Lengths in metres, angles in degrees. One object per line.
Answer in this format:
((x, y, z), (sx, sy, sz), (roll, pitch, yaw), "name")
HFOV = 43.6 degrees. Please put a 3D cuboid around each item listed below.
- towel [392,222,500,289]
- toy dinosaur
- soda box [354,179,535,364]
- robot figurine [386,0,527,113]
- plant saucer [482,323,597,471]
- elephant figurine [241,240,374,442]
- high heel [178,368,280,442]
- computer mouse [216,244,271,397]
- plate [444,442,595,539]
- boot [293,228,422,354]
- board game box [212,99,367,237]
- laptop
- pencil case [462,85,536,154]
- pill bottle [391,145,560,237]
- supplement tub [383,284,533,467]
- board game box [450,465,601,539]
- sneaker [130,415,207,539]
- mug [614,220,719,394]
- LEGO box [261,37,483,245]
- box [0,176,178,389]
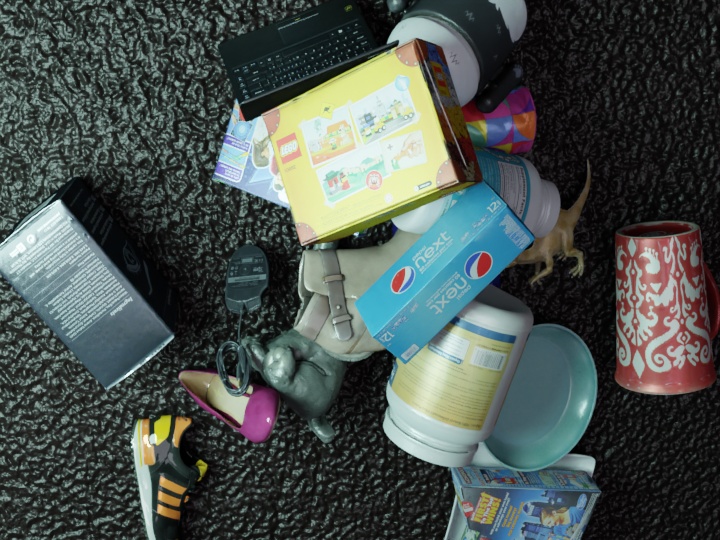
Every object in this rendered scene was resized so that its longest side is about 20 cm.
((0.111, 0.013, 1.172), (0.144, 0.050, 0.205), (0, 105, -4), "towel")
((0.258, -0.044, 1.158), (0.199, 0.058, 0.102), (-42, 129, -17), "toy dinosaur")
((0.090, 0.001, 0.981), (0.200, 0.068, 0.064), (-44, 126, 8), "soda box")
((0.113, -0.273, 1.036), (0.201, 0.149, 0.126), (-51, 154, -23), "robot figurine")
((0.232, 0.169, 1.219), (0.196, 0.036, 0.205), (-4, 101, -24), "plant saucer")
((-0.041, 0.071, 1.124), (0.200, 0.141, 0.156), (-45, 138, -12), "elephant figurine")
((-0.161, 0.158, 1.082), (0.095, 0.199, 0.069), (22, 79, -20), "high heel")
((-0.139, 0.059, 1.086), (0.057, 0.204, 0.034), (-3, 150, 12), "computer mouse")
((0.219, 0.341, 1.284), (0.195, 0.032, 0.204), (9, 104, -12), "plate")
((0.000, 0.000, 1.066), (0.143, 0.070, 0.205), (13, 72, -13), "boot")
((-0.065, -0.138, 1.054), (0.197, 0.034, 0.138), (22, 100, 15), "board game box")
((-0.065, -0.245, 0.980), (0.174, 0.203, 0.104), (-21, 147, -3), "laptop")
((0.115, -0.175, 1.101), (0.195, 0.088, 0.090), (-7, 106, -8), "pencil case")
((0.137, -0.088, 1.056), (0.196, 0.111, 0.113), (9, 104, -27), "pill bottle")
((0.114, 0.119, 1.099), (0.142, 0.145, 0.204), (16, 103, -14), "supplement tub")
((0.199, 0.352, 1.235), (0.196, 0.062, 0.204), (18, 101, -13), "board game box")
((-0.239, 0.284, 1.168), (0.088, 0.070, 0.205), (-9, 104, -4), "sneaker")
((0.405, 0.039, 1.207), (0.131, 0.177, 0.205), (-1, 104, 28), "mug")
((0.010, -0.130, 0.954), (0.197, 0.077, 0.152), (-19, 85, 27), "LEGO box")
((-0.310, 0.011, 1.041), (0.104, 0.148, 0.201), (-36, 107, 2), "box")
